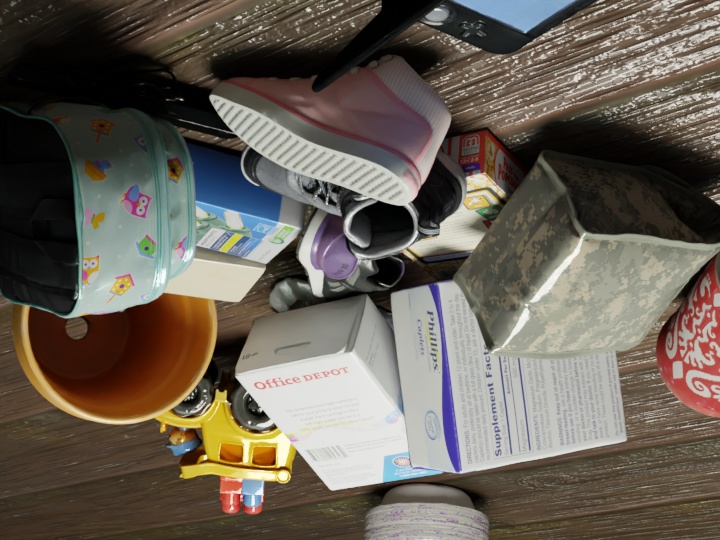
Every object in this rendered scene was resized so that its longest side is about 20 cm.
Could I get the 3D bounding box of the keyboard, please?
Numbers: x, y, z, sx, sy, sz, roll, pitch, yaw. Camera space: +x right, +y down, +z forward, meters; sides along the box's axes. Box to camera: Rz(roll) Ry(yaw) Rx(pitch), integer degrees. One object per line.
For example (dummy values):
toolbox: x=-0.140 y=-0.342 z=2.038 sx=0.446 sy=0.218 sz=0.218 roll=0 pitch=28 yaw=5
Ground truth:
keyboard: x=-0.187 y=-0.151 z=1.251 sx=0.200 sy=0.040 sz=0.104 roll=12 pitch=179 yaw=-21

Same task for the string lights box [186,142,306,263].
string lights box: x=-0.159 y=-0.070 z=1.383 sx=0.200 sy=0.059 sz=0.103 roll=14 pitch=156 yaw=-20

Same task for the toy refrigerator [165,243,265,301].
toy refrigerator: x=-0.199 y=-0.027 z=1.454 sx=0.200 sy=0.070 sz=0.076 roll=9 pitch=149 yaw=-23

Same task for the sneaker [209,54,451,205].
sneaker: x=-0.018 y=-0.131 z=1.210 sx=0.200 sy=0.105 sz=0.075 roll=23 pitch=158 yaw=25

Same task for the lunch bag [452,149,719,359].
lunch bag: x=0.214 y=-0.008 z=1.336 sx=0.200 sy=0.118 sz=0.164 roll=6 pitch=134 yaw=-31

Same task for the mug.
mug: x=0.395 y=0.034 z=1.505 sx=0.133 sy=0.178 sz=0.200 roll=37 pitch=158 yaw=16

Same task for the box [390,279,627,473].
box: x=0.145 y=0.093 z=1.480 sx=0.200 sy=0.184 sz=0.105 roll=-7 pitch=179 yaw=-27

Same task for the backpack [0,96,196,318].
backpack: x=-0.215 y=-0.051 z=1.200 sx=0.153 sy=0.176 sz=0.200 roll=-4 pitch=-171 yaw=-25

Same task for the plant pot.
plant pot: x=-0.273 y=0.058 z=1.564 sx=0.200 sy=0.200 sz=0.183 roll=14 pitch=170 yaw=-23

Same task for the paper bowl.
paper bowl: x=0.107 y=0.408 z=2.410 sx=0.200 sy=0.104 sz=0.201 roll=3 pitch=156 yaw=1

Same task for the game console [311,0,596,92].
game console: x=0.092 y=-0.177 z=1.020 sx=0.176 sy=0.116 sz=0.200 roll=18 pitch=154 yaw=-30

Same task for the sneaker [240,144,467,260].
sneaker: x=-0.016 y=-0.069 z=1.260 sx=0.200 sy=0.114 sz=0.076 roll=10 pitch=119 yaw=11

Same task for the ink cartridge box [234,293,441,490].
ink cartridge box: x=-0.014 y=0.127 z=1.541 sx=0.144 sy=0.085 sz=0.200 roll=-13 pitch=131 yaw=29

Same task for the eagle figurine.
eagle figurine: x=-0.038 y=0.091 z=1.701 sx=0.152 sy=0.151 sz=0.200 roll=40 pitch=-162 yaw=12

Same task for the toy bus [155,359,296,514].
toy bus: x=-0.167 y=0.202 z=1.821 sx=0.200 sy=0.192 sz=0.136 roll=7 pitch=-172 yaw=-3

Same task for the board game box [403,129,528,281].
board game box: x=0.094 y=-0.054 z=1.397 sx=0.151 sy=0.046 sz=0.200 roll=-9 pitch=154 yaw=29

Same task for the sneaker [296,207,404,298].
sneaker: x=0.000 y=0.000 z=1.443 sx=0.088 sy=0.076 sz=0.200 roll=24 pitch=174 yaw=12
